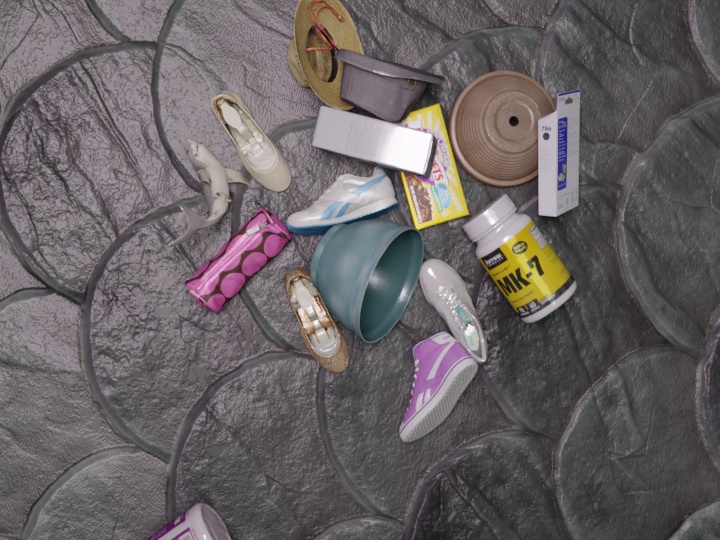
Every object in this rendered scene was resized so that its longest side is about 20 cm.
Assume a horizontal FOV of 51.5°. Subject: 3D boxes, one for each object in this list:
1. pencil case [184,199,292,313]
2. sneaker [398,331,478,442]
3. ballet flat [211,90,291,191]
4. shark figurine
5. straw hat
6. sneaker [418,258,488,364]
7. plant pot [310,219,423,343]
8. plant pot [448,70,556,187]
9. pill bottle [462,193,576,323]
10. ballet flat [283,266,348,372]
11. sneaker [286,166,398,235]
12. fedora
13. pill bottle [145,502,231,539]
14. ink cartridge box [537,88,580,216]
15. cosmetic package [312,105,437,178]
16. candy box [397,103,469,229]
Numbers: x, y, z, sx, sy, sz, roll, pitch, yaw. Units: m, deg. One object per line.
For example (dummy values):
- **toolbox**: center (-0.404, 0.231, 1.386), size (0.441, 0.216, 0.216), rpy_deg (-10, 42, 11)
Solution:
- **pencil case**: center (-0.211, -0.018, 1.274), size (0.091, 0.094, 0.200), rpy_deg (43, 90, -2)
- **sneaker**: center (0.115, 0.198, 1.307), size (0.202, 0.072, 0.115), rpy_deg (-55, 52, 18)
- **ballet flat**: center (-0.191, -0.223, 1.286), size (0.069, 0.069, 0.201), rpy_deg (-36, 92, -1)
- **shark figurine**: center (-0.262, -0.113, 1.269), size (0.127, 0.217, 0.089), rpy_deg (25, 132, -30)
- **straw hat**: center (-0.078, -0.365, 1.275), size (0.084, 0.199, 0.206), rpy_deg (-8, 91, 37)
- **sneaker**: center (0.169, 0.069, 1.289), size (0.074, 0.088, 0.202), rpy_deg (-31, 91, 0)
- **plant pot**: center (0.000, 0.000, 1.245), size (0.133, 0.200, 0.203), rpy_deg (24, 90, 24)
- **plant pot**: center (0.255, -0.249, 1.287), size (0.196, 0.093, 0.206), rpy_deg (0, 91, -3)
- **pill bottle**: center (0.269, -0.022, 1.279), size (0.114, 0.114, 0.201), rpy_deg (-37, 91, -1)
- **ballet flat**: center (-0.080, 0.089, 1.292), size (0.070, 0.065, 0.202), rpy_deg (-29, 92, -1)
- **sneaker**: center (-0.037, -0.117, 1.293), size (0.196, 0.077, 0.082), rpy_deg (-18, 84, -8)
- **fedora**: center (0.039, -0.302, 1.242), size (0.175, 0.198, 0.092), rpy_deg (28, 110, 33)
- **pill bottle**: center (-0.323, 0.497, 1.265), size (0.198, 0.112, 0.113), rpy_deg (-34, 91, -1)
- **ink cartridge box**: center (0.337, -0.201, 1.265), size (0.039, 0.099, 0.204), rpy_deg (10, 110, 37)
- **cosmetic package**: center (0.027, -0.215, 1.259), size (0.196, 0.102, 0.076), rpy_deg (14, 96, 10)
- **candy box**: center (0.118, -0.182, 1.316), size (0.100, 0.026, 0.204), rpy_deg (-16, 91, -2)
